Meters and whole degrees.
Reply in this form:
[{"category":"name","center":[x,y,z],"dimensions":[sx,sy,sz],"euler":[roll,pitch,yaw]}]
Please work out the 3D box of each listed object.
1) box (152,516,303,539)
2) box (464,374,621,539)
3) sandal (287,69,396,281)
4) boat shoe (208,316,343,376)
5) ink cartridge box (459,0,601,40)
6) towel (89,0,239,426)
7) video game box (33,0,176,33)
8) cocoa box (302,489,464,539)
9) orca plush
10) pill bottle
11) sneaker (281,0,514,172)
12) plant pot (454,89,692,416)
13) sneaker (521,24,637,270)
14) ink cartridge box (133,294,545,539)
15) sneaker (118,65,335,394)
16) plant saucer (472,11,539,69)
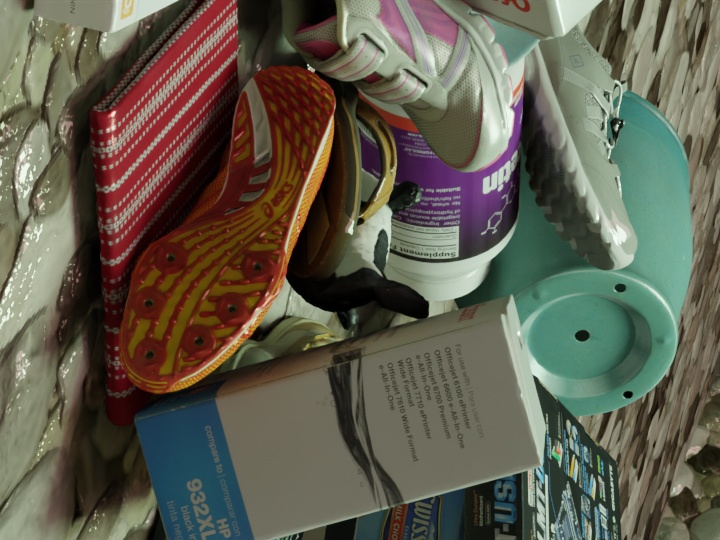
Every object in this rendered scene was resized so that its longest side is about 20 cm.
[{"category":"box","center":[-0.098,0.225,1.288],"dimensions":[0.159,0.046,0.201],"euler":[40,67,-72]},{"category":"box","center":[0.126,0.189,1.425],"dimensions":[0.198,0.049,0.201],"euler":[42,42,-53]},{"category":"sandal","center":[-0.009,-0.058,1.199],"dimensions":[0.200,0.054,0.082],"euler":[-96,-152,-66]},{"category":"boat shoe","center":[-0.035,0.074,1.316],"dimensions":[0.200,0.069,0.074],"euler":[-14,118,-71]},{"category":"ink cartridge box","center":[0.061,-0.240,1.128],"dimensions":[0.084,0.144,0.201],"euler":[-41,137,-24]},{"category":"towel","center":[-0.100,-0.034,1.093],"dimensions":[0.145,0.022,0.201],"euler":[-56,155,-47]},{"category":"video game box","center":[-0.077,-0.219,0.961],"dimensions":[0.200,0.047,0.183],"euler":[-43,147,-61]},{"category":"cocoa box","center":[0.040,0.143,1.517],"dimensions":[0.200,0.130,0.134],"euler":[-36,139,-65]},{"category":"orca plush","center":[0.000,0.000,1.228],"dimensions":[0.200,0.105,0.072],"euler":[39,-31,63]},{"category":"pill bottle","center":[0.050,-0.076,1.386],"dimensions":[0.201,0.112,0.113],"euler":[87,24,-47]},{"category":"sneaker","center":[0.006,-0.130,1.166],"dimensions":[0.088,0.200,0.081],"euler":[-43,-167,-30]},{"category":"plant pot","center":[0.150,-0.003,1.527],"dimensions":[0.189,0.198,0.201],"euler":[-91,-178,-51]},{"category":"sneaker","center":[0.147,-0.100,1.390],"dimensions":[0.075,0.082,0.201],"euler":[137,-67,-73]},{"category":"ink cartridge box","center":[-0.005,0.081,1.132],"dimensions":[0.145,0.199,0.084],"euler":[-29,103,-84]},{"category":"sneaker","center":[-0.061,-0.013,1.084],"dimensions":[0.077,0.073,0.201],"euler":[97,19,-56]},{"category":"plant saucer","center":[0.046,-0.213,1.273],"dimensions":[0.200,0.039,0.203],"euler":[-3,95,-40]}]
